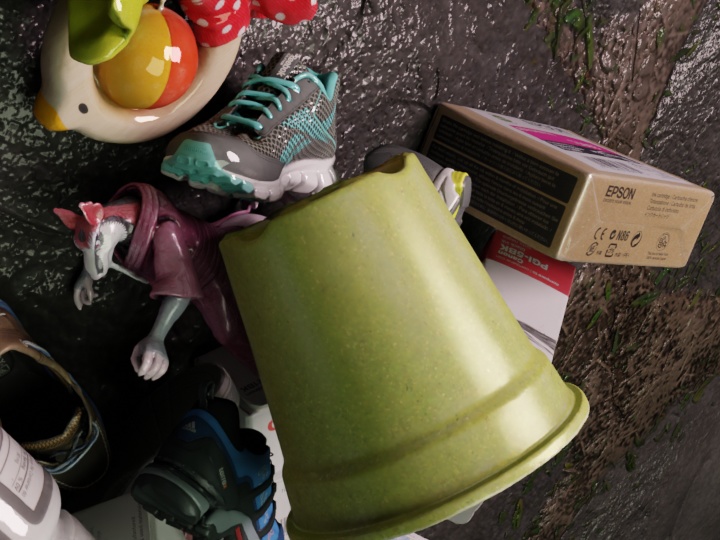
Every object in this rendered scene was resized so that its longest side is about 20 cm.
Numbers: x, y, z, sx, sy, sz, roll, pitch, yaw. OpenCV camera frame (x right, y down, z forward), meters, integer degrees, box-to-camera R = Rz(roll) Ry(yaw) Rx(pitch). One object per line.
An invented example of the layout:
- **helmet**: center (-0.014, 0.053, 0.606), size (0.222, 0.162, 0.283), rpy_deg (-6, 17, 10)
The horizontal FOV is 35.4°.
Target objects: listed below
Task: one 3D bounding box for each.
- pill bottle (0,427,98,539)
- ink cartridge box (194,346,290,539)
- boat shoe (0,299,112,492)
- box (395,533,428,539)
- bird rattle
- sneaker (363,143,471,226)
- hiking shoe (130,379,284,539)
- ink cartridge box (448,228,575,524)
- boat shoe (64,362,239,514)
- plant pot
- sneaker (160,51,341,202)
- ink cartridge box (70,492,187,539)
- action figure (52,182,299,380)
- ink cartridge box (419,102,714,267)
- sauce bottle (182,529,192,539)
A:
- **pill bottle**: center (-0.246, 0.133, 0.646), size (0.114, 0.114, 0.200), rpy_deg (-44, 116, -13)
- **ink cartridge box**: center (-0.052, 0.139, 0.925), size (0.144, 0.084, 0.201), rpy_deg (-24, 134, -32)
- **boat shoe**: center (-0.213, 0.098, 0.739), size (0.072, 0.072, 0.200), rpy_deg (-43, 141, -15)
- **box**: center (-0.021, 0.311, 0.956), size (0.200, 0.101, 0.113), rpy_deg (-32, 135, -51)
- **bird rattle**: center (-0.119, -0.152, 0.665), size (0.200, 0.113, 0.163), rpy_deg (-17, 141, -54)
- **sneaker**: center (0.000, 0.000, 0.809), size (0.200, 0.085, 0.074), rpy_deg (-57, 166, 9)
- **hiking shoe**: center (-0.079, 0.157, 0.774), size (0.087, 0.074, 0.200), rpy_deg (-61, 155, -22)
- **ink cartridge box**: center (0.098, 0.085, 0.937), size (0.147, 0.083, 0.200), rpy_deg (-64, 180, 40)
- **boat shoe**: center (-0.151, 0.154, 0.826), size (0.065, 0.074, 0.202), rpy_deg (33, 100, -30)
- **plant pot**: center (0.010, 0.037, 0.681), size (0.200, 0.200, 0.185), rpy_deg (-28, 97, -29)
- **sneaker**: center (-0.064, -0.097, 0.728), size (0.200, 0.077, 0.092), rpy_deg (-28, 131, -71)
- **ink cartridge box**: center (-0.209, 0.251, 0.781), size (0.199, 0.085, 0.146), rpy_deg (-19, 131, 1)
- **action figure**: center (-0.107, -0.010, 0.721), size (0.149, 0.134, 0.200), rpy_deg (-54, 144, -1)
- **ink cartridge box**: center (0.169, -0.069, 0.933), size (0.200, 0.165, 0.075), rpy_deg (1, 114, -47)
- **sauce bottle**: center (-0.155, 0.232, 0.903), size (0.066, 0.066, 0.201), rpy_deg (-5, 123, -43)
